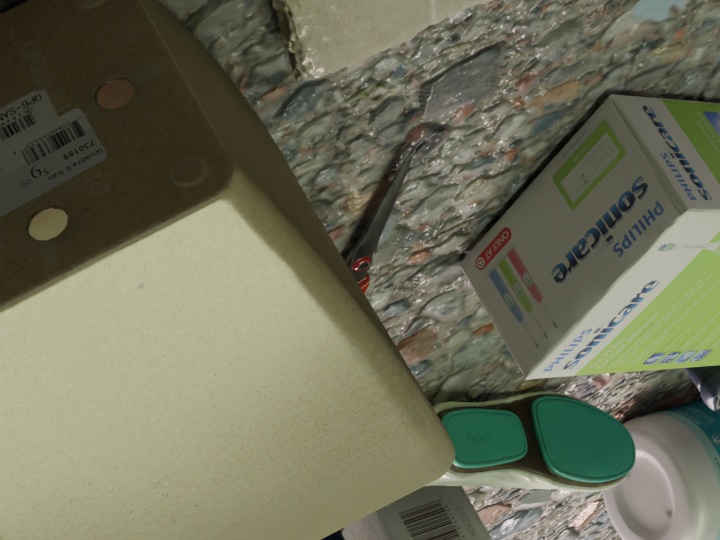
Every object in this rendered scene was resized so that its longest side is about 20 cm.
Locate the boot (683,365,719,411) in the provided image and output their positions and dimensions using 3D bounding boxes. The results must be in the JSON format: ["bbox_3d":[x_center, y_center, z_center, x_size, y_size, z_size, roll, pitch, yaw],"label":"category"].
[{"bbox_3d":[0.285,0.013,1.278,0.200,0.090,0.073,-28,153,-4],"label":"boot"}]

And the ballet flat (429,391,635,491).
[{"bbox_3d":[0.097,0.117,1.317,0.200,0.069,0.069,6,137,-43],"label":"ballet flat"}]

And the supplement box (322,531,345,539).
[{"bbox_3d":[-0.100,0.213,1.192,0.200,0.134,0.200,-26,153,-8],"label":"supplement box"}]

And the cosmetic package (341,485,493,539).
[{"bbox_3d":[0.028,0.231,1.391,0.071,0.102,0.200,-16,151,-28],"label":"cosmetic package"}]

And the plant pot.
[{"bbox_3d":[-0.106,0.004,0.782,0.200,0.200,0.177,-27,141,-5],"label":"plant pot"}]

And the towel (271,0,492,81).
[{"bbox_3d":[0.017,-0.157,0.779,0.132,0.035,0.200,-25,153,-7],"label":"towel"}]

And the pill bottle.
[{"bbox_3d":[0.286,0.145,1.486,0.200,0.111,0.111,-11,148,-32],"label":"pill bottle"}]

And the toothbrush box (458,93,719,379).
[{"bbox_3d":[0.181,-0.017,1.127,0.200,0.086,0.146,-3,143,-44],"label":"toothbrush box"}]

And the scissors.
[{"bbox_3d":[0.000,0.000,1.061,0.073,0.014,0.200,-1,141,-40],"label":"scissors"}]
